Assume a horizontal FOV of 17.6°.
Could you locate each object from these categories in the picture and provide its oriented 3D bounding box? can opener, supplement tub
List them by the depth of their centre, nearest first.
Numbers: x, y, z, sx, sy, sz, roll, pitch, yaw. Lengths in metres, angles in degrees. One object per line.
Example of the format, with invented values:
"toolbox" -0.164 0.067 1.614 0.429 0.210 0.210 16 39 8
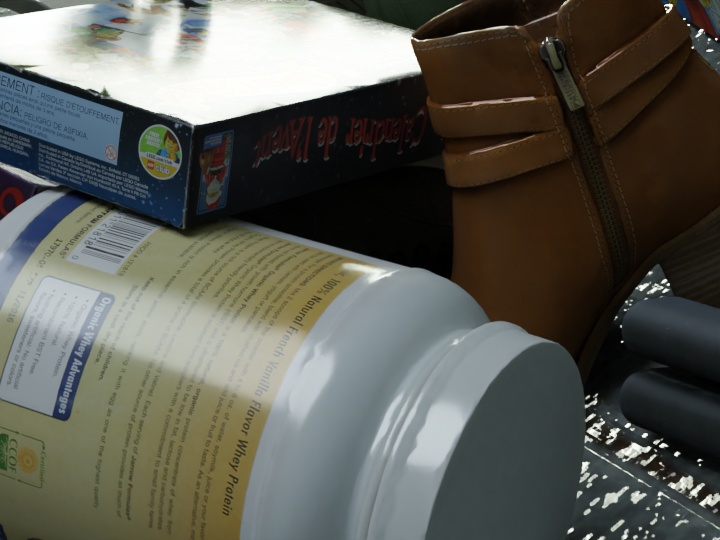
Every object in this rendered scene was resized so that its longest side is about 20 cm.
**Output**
"can opener" 0.170 0.048 0.783 0.066 0.054 0.200 -7 14 -31
"supplement tub" -0.036 0.058 0.806 0.199 0.145 0.145 16 49 28

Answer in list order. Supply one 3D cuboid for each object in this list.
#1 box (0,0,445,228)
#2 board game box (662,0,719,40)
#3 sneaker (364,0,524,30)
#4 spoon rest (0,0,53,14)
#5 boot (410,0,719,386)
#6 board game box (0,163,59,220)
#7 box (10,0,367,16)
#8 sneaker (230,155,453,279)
"box" -0.056 -0.069 0.887 0.136 0.038 0.199 18 21 30
"board game box" 0.163 -0.197 1.118 0.104 0.103 0.200 -32 28 -3
"sneaker" 0.053 -0.158 1.119 0.067 0.090 0.200 -18 12 30
"spoon rest" -0.206 -0.115 1.053 0.099 0.199 0.061 34 103 54
"boot" 0.052 -0.022 0.881 0.199 0.155 0.074 -31 28 -1
"board game box" -0.192 -0.062 1.050 0.199 0.033 0.120 26 13 24
"box" -0.068 -0.149 1.205 0.199 0.128 0.110 -21 72 17
"sneaker" 0.000 0.000 0.950 0.198 0.071 0.100 13 64 2
